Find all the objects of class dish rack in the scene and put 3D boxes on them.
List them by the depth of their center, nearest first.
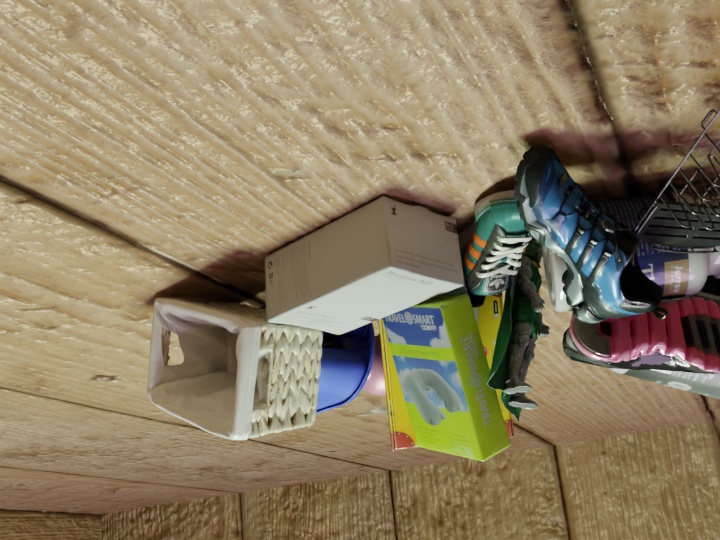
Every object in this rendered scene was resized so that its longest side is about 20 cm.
[{"bbox_3d":[0.344,-0.078,0.865,0.153,0.055,0.200,3,137,-23],"label":"dish rack"}]

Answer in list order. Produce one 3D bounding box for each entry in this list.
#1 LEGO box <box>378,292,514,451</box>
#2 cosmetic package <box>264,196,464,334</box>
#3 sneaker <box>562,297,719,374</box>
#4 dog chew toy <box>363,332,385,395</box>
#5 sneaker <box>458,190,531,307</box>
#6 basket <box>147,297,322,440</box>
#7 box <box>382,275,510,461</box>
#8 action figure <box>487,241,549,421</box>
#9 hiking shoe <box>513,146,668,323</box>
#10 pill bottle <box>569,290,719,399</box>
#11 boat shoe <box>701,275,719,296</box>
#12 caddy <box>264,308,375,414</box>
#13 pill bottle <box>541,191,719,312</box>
[{"bbox_3d":[0.100,0.105,1.176,0.148,0.201,0.077,-6,-171,0],"label":"LEGO box"},{"bbox_3d":[0.000,0.000,1.036,0.113,0.082,0.200,12,155,-39],"label":"cosmetic package"},{"bbox_3d":[0.303,0.075,1.012,0.199,0.079,0.095,7,156,-7],"label":"sneaker"},{"bbox_3d":[0.071,0.119,1.317,0.199,0.125,0.124,-5,165,-42],"label":"dog chew toy"},{"bbox_3d":[0.146,-0.019,1.022,0.071,0.080,0.200,-2,161,-11],"label":"sneaker"},{"bbox_3d":[-0.149,0.109,1.150,0.123,0.136,0.200,1,-173,-42],"label":"basket"},{"bbox_3d":[0.089,0.103,1.075,0.048,0.201,0.122,-22,-170,-31],"label":"box"},{"bbox_3d":[0.182,0.052,1.078,0.054,0.201,0.118,-1,147,18],"label":"action figure"},{"bbox_3d":[0.214,-0.037,0.896,0.086,0.075,0.200,-6,130,43],"label":"hiking shoe"},{"bbox_3d":[0.344,0.071,1.098,0.199,0.114,0.114,14,161,2],"label":"pill bottle"},{"bbox_3d":[0.419,0.010,1.181,0.074,0.093,0.200,-3,161,-9],"label":"boat shoe"},{"bbox_3d":[-0.062,0.109,1.251,0.105,0.142,0.200,16,153,-37],"label":"caddy"},{"bbox_3d":[0.294,-0.022,1.013,0.199,0.112,0.111,-8,162,6],"label":"pill bottle"}]
